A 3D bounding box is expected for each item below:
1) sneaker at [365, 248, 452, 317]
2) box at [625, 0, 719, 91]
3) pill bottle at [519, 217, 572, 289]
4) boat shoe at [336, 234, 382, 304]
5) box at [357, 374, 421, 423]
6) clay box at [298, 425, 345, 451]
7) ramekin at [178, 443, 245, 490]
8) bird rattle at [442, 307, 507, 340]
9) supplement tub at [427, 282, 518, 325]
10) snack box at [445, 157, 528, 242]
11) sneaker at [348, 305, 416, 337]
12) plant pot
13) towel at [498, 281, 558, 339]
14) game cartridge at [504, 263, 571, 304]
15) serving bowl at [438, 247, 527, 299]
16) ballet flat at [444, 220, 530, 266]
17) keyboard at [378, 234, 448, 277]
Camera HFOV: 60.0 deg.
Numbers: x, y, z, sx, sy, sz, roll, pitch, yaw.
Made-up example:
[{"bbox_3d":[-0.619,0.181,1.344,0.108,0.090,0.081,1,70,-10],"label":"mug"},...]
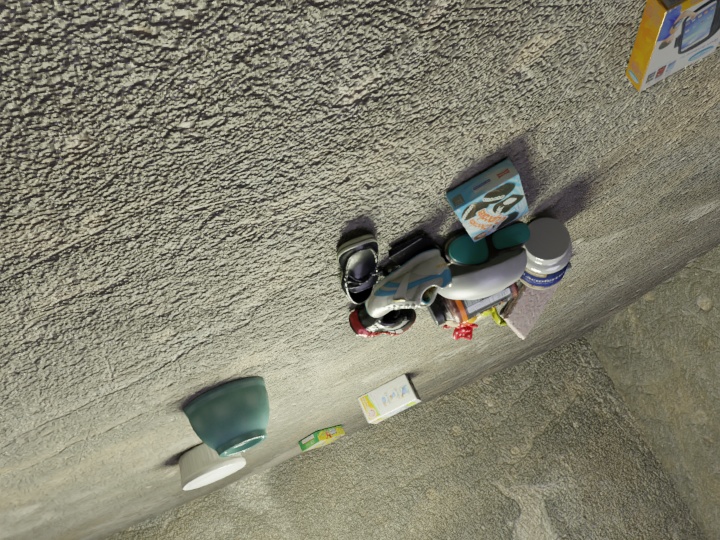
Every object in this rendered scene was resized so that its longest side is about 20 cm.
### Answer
[{"bbox_3d":[0.086,0.043,1.179,0.076,0.081,0.200,-6,153,-49],"label":"sneaker"},{"bbox_3d":[0.421,-0.314,0.814,0.119,0.042,0.200,-28,158,5],"label":"box"},{"bbox_3d":[0.400,-0.037,1.367,0.116,0.116,0.200,-27,159,3],"label":"pill bottle"},{"bbox_3d":[0.000,0.000,1.055,0.075,0.062,0.200,-19,158,-13],"label":"boat shoe"},{"bbox_3d":[0.108,0.477,2.308,0.200,0.101,0.112,-28,160,6],"label":"box"},{"bbox_3d":[-0.155,0.709,2.647,0.115,0.048,0.200,-37,159,27],"label":"clay box"},{"bbox_3d":[-0.459,0.584,1.903,0.202,0.094,0.202,-23,160,-8],"label":"ramekin"},{"bbox_3d":[0.294,0.116,1.702,0.200,0.113,0.163,-24,153,37],"label":"bird rattle"},{"bbox_3d":[0.249,0.052,1.421,0.200,0.107,0.107,-25,160,0],"label":"supplement tub"},{"bbox_3d":[0.222,-0.115,1.072,0.116,0.037,0.200,-30,160,12],"label":"snack box"},{"bbox_3d":[0.069,0.098,1.364,0.200,0.071,0.098,0,150,-48],"label":"sneaker"},{"bbox_3d":[-0.298,0.357,1.475,0.200,0.134,0.200,-23,160,-9],"label":"plant pot"},{"bbox_3d":[0.451,0.071,1.644,0.200,0.032,0.191,-56,143,-2],"label":"towel"},{"bbox_3d":[0.499,0.040,1.796,0.133,0.041,0.200,-9,154,-29],"label":"game cartridge"},{"bbox_3d":[0.243,0.014,1.257,0.200,0.066,0.200,-19,-173,2],"label":"serving bowl"},{"bbox_3d":[0.238,-0.049,1.222,0.200,0.072,0.072,-15,158,-24],"label":"ballet flat"},{"bbox_3d":[0.094,-0.016,1.191,0.127,0.021,0.200,-32,158,12],"label":"keyboard"}]
